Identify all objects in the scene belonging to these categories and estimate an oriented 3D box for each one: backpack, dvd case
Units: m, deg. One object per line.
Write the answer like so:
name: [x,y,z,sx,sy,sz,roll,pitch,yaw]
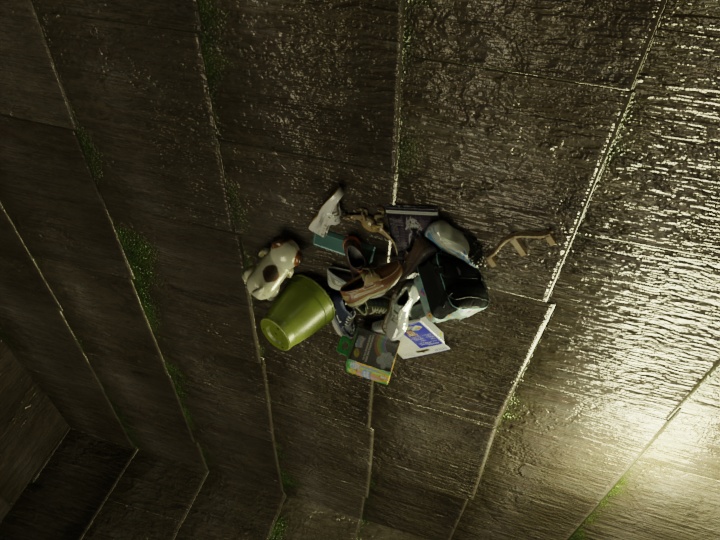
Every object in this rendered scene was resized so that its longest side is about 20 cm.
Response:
backpack: [0.259,0.054,1.517,0.198,0.178,0.153,-1,152,-36]
dvd case: [0.155,-0.101,1.540,0.146,0.016,0.202,5,135,19]

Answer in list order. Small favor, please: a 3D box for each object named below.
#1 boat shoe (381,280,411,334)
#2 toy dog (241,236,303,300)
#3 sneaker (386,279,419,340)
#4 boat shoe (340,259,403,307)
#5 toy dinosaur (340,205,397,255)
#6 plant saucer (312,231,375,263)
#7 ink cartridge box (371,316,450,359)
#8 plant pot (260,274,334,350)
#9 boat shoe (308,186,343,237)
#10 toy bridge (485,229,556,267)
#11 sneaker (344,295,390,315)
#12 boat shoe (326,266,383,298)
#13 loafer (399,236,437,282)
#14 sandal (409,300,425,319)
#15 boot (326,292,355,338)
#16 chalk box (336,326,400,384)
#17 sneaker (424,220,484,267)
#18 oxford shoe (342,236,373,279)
boat shoe: [0.122,0.107,1.704,0.071,0.066,0.203,23,109,-1]
toy dog: [-0.272,-0.018,1.685,0.139,0.194,0.200,41,101,-2]
sneaker: [0.116,0.121,1.624,0.070,0.080,0.203,29,109,25]
boat shoe: [0.029,0.031,1.554,0.199,0.076,0.074,-34,125,9]
toy dinosaur: [0.042,-0.132,1.541,0.198,0.059,0.101,31,152,3]
plant saucer: [-0.054,-0.075,1.650,0.197,0.019,0.070,19,136,5]
ink cartridge box: [0.172,0.220,1.822,0.196,0.048,0.200,-18,137,34]
plant pot: [-0.220,0.152,1.771,0.199,0.193,0.202,27,140,25]
boat shoe: [-0.082,-0.162,1.536,0.069,0.071,0.200,37,145,-4]
toy bridge: [0.424,-0.070,1.452,0.198,0.027,0.067,-24,119,37]
sneaker: [0.034,0.117,1.748,0.198,0.090,0.067,28,136,-7]
boat shoe: [-0.013,0.034,1.701,0.199,0.075,0.065,15,141,18]
loafer: [0.160,-0.033,1.557,0.072,0.072,0.200,-12,156,-28]
sandal: [0.240,0.102,1.640,0.199,0.048,0.075,-30,125,15]
boot: [-0.050,0.159,1.827,0.089,0.073,0.201,2,134,41]
chalk box: [0.019,0.282,1.823,0.197,0.126,0.124,18,150,6]
sneaker: [0.262,-0.071,1.489,0.199,0.073,0.072,33,157,-21]
oxford shoe: [0.000,0.000,1.609,0.070,0.073,0.202,-26,110,7]
